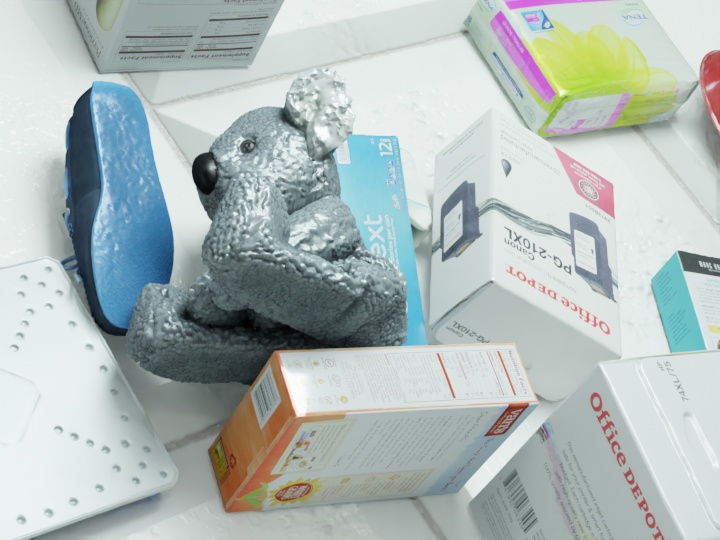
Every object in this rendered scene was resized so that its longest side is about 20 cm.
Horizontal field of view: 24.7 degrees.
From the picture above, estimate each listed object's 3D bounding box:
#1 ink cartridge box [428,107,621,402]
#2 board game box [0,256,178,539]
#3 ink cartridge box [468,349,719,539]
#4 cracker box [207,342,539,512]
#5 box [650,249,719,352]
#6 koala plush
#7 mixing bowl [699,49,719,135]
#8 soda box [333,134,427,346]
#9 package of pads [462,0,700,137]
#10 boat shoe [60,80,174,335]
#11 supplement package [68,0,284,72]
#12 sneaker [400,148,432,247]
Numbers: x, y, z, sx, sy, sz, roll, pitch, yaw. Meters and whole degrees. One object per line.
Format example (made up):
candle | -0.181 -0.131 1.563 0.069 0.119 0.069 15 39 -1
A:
ink cartridge box | 0.137 -0.013 1.367 0.145 0.084 0.200 29 43 -25
board game box | -0.252 0.094 1.113 0.200 0.026 0.200 -16 64 -38
ink cartridge box | 0.205 0.173 1.188 0.146 0.200 0.147 -3 56 -32
cracker box | 0.009 0.111 1.173 0.199 0.134 0.058 1 54 -30
box | 0.321 0.080 1.439 0.082 0.049 0.200 9 50 -23
koala plush | -0.059 -0.033 1.178 0.183 0.177 0.201 15 50 -29
mixing bowl | 0.445 -0.167 1.642 0.200 0.108 0.201 28 41 -29
soda box | 0.000 0.000 1.262 0.064 0.068 0.201 0 76 -29
package of pads | 0.220 -0.210 1.610 0.200 0.068 0.155 -11 60 -36
boat shoe | -0.183 -0.041 1.234 0.084 0.069 0.201 15 59 -34
supplement package | -0.147 -0.288 1.369 0.150 0.200 0.152 -8 58 -34
sneaker | -0.021 -0.051 1.338 0.200 0.070 0.080 -9 61 -35
